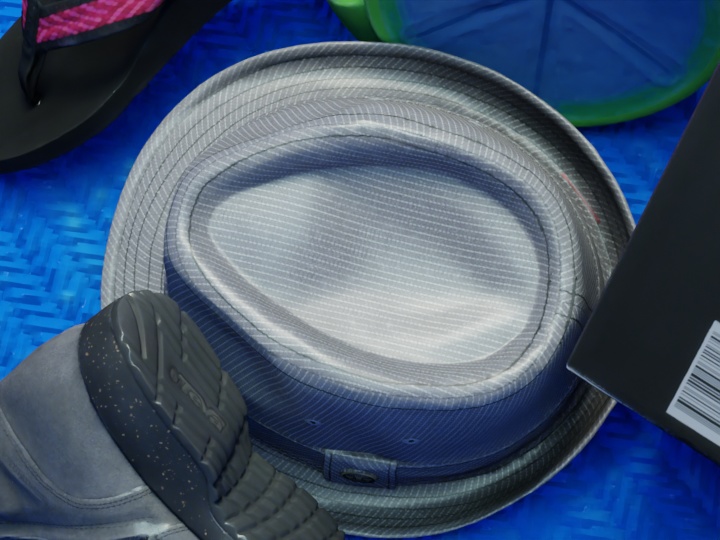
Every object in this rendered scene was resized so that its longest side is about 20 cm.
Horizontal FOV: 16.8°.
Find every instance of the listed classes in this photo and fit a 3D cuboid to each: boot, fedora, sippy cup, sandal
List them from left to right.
[{"bbox_3d":[-0.075,0.113,0.826,0.131,0.070,0.201,-28,96,23],"label":"boot"},{"bbox_3d":[-0.081,-0.113,0.897,0.200,0.045,0.075,-38,48,15],"label":"sandal"},{"bbox_3d":[0.000,0.000,0.839,0.199,0.090,0.178,19,83,8],"label":"fedora"},{"bbox_3d":[0.076,-0.144,0.895,0.177,0.140,0.131,11,58,-1],"label":"sippy cup"}]

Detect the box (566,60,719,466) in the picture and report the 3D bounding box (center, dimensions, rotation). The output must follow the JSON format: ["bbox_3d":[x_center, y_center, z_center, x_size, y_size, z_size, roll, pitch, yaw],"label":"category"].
[{"bbox_3d":[0.160,-0.048,0.788,0.079,0.141,0.201,33,113,18],"label":"box"}]
